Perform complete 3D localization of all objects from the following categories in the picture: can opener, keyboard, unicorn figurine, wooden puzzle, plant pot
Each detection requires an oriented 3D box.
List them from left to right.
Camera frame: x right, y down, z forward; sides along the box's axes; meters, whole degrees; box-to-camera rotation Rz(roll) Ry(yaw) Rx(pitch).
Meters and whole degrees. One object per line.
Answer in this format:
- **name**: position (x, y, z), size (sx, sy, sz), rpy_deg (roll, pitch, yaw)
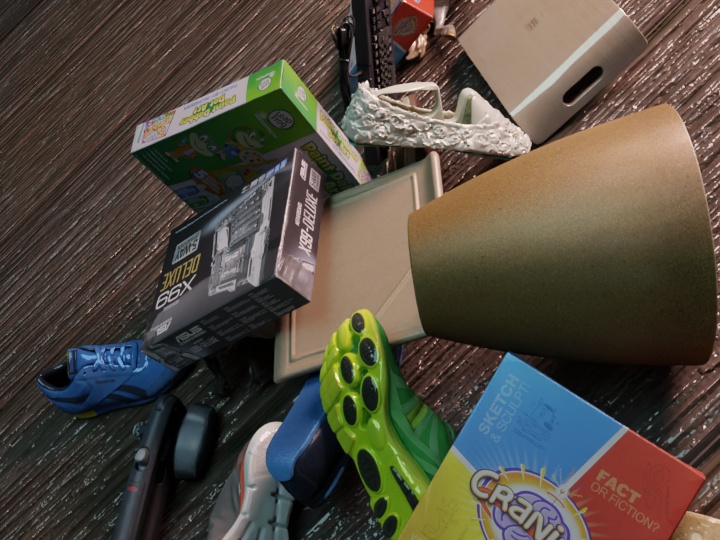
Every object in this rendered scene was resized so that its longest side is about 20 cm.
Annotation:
- **can opener**: position (-0.211, 0.221, 0.826), size (0.078, 0.063, 0.203), rpy_deg (0, 59, 35)
- **wooden puzzle**: position (0.000, 0.000, 0.776), size (0.198, 0.037, 0.188), rpy_deg (-22, 51, 27)
- **keyboard**: position (0.010, -0.209, 0.861), size (0.020, 0.203, 0.127), rpy_deg (8, 30, 27)
- **unicorn figurine**: position (0.118, -0.349, 0.985), size (0.198, 0.074, 0.139), rpy_deg (-29, 36, 23)
- **plant pot**: position (0.138, -0.012, 0.617), size (0.196, 0.188, 0.189), rpy_deg (-8, 53, 9)

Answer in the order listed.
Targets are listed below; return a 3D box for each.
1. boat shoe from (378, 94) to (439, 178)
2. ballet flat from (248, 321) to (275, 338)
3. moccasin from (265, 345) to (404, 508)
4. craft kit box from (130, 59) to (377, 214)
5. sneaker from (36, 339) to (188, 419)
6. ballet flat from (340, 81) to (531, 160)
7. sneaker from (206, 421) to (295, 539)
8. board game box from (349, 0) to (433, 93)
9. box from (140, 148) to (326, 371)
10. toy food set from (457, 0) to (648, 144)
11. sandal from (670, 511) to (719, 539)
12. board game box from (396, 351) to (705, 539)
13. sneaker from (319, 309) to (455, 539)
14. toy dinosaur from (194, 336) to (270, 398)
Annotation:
- **boat shoe**: position (0.042, -0.096, 0.860), size (0.074, 0.075, 0.205), rpy_deg (-18, 51, 19)
- **ballet flat**: position (-0.122, 0.034, 0.905), size (0.069, 0.070, 0.200), rpy_deg (-45, 43, -1)
- **moccasin**: position (-0.016, 0.124, 0.746), size (0.080, 0.069, 0.200), rpy_deg (-9, 30, 46)
- **craft kit box**: position (-0.107, -0.111, 0.893), size (0.195, 0.200, 0.049), rpy_deg (-19, 49, 24)
- **sneaker**: position (-0.284, 0.114, 0.947), size (0.197, 0.079, 0.067), rpy_deg (-20, 47, 21)
- **ballet flat**: position (0.080, -0.145, 0.796), size (0.196, 0.072, 0.073), rpy_deg (3, 49, -14)
- **sneaker**: position (-0.105, 0.240, 0.748), size (0.082, 0.076, 0.203), rpy_deg (-25, 38, 57)
- **board game box**: position (0.035, -0.330, 0.999), size (0.153, 0.040, 0.203), rpy_deg (-43, 34, 50)
- **box**: position (-0.125, -0.007, 0.818), size (0.198, 0.050, 0.160), rpy_deg (-27, 42, 34)
- **toy food set**: position (0.196, -0.243, 0.878), size (0.143, 0.060, 0.202), rpy_deg (-42, 42, 19)
- **sandal**: position (0.269, 0.183, 0.503), size (0.209, 0.070, 0.079), rpy_deg (1, 60, 36)
- **board game box**: position (0.115, 0.182, 0.568), size (0.152, 0.040, 0.202), rpy_deg (31, 92, 21)
- **sneaker**: position (0.027, 0.131, 0.679), size (0.074, 0.083, 0.203), rpy_deg (-31, 71, 29)
- **toy dinosaur**: position (-0.139, 0.081, 0.859), size (0.047, 0.090, 0.198), rpy_deg (-21, 6, -40)
